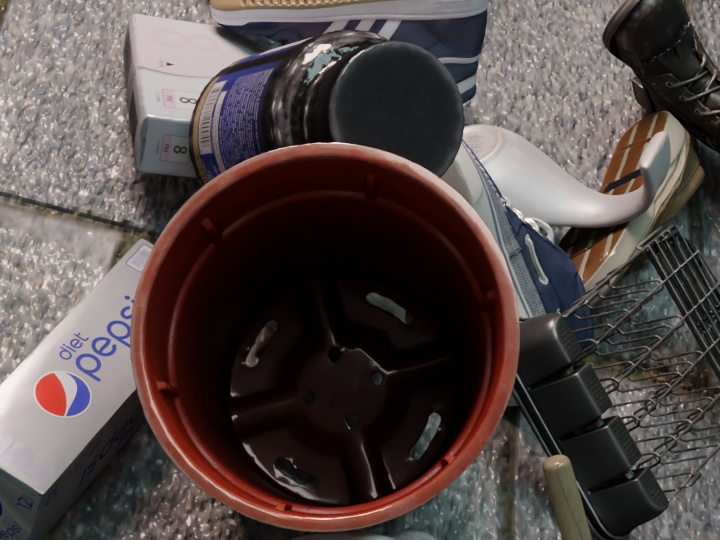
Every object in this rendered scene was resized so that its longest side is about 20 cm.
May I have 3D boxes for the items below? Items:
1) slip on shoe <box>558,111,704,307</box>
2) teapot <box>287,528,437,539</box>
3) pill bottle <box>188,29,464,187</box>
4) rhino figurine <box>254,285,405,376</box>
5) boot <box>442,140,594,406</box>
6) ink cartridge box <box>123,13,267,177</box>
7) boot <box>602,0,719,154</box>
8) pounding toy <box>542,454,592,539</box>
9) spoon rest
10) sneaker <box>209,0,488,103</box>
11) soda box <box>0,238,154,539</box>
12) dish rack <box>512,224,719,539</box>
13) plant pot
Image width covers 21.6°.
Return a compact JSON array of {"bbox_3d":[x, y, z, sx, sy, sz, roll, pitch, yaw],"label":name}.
[{"bbox_3d":[0.194,-0.032,1.342,0.061,0.076,0.200,48,43,-19],"label":"slip on shoe"},{"bbox_3d":[-0.008,0.237,0.953,0.200,0.146,0.197,-35,33,-5],"label":"teapot"},{"bbox_3d":[-0.021,-0.084,1.130,0.111,0.200,0.112,0,90,-25],"label":"pill bottle"},{"bbox_3d":[0.000,0.000,1.238,0.087,0.060,0.200,21,38,1],"label":"rhino figurine"},{"bbox_3d":[0.086,-0.018,1.233,0.090,0.073,0.201,-34,108,-46],"label":"boot"},{"bbox_3d":[-0.060,-0.113,1.302,0.199,0.057,0.163,2,30,-12],"label":"ink cartridge box"},{"bbox_3d":[0.269,-0.120,1.382,0.069,0.200,0.174,-44,61,0],"label":"boot"},{"bbox_3d":[0.143,0.236,0.979,0.199,0.184,0.142,24,44,3],"label":"pounding toy"},{"bbox_3d":[0.121,-0.062,1.303,0.199,0.061,0.099,3,42,35],"label":"spoon rest"},{"bbox_3d":[-0.007,-0.157,1.359,0.199,0.109,0.070,-2,30,-3],"label":"sneaker"},{"bbox_3d":[-0.161,0.071,1.103,0.063,0.068,0.200,31,45,8],"label":"soda box"},{"bbox_3d":[0.184,0.063,1.216,0.200,0.054,0.154,-34,97,-47],"label":"dish rack"},{"bbox_3d":[-0.015,0.051,1.054,0.200,0.195,0.202,0,78,2],"label":"plant pot"}]
